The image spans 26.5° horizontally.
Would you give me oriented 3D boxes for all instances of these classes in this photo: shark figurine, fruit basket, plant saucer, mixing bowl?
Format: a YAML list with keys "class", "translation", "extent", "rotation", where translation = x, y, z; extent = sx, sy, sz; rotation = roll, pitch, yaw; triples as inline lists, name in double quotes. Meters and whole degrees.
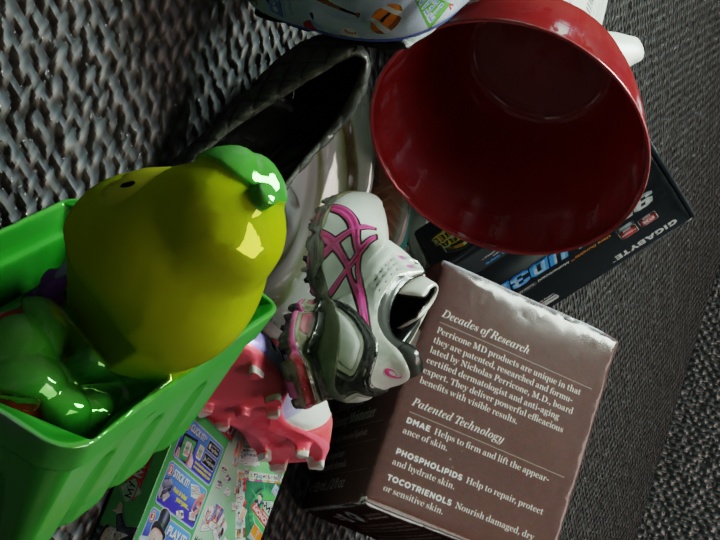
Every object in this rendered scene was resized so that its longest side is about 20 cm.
- class: "shark figurine"
  translation: [0.047, -0.094, 1.221]
  extent: [0.215, 0.128, 0.090]
  rotation: [119, -8, -49]
- class: "fruit basket"
  translation: [-0.123, 0.013, 0.722]
  extent: [0.216, 0.155, 0.216]
  rotation: [-56, 165, -24]
- class: "plant saucer"
  translation: [-0.049, -0.054, 1.033]
  extent: [0.200, 0.050, 0.201]
  rotation: [12, 90, -70]
- class: "mixing bowl"
  translation: [0.117, -0.120, 1.087]
  extent: [0.109, 0.200, 0.201]
  rotation: [-63, 156, -44]

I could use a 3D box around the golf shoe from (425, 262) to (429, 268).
- class: "golf shoe"
  translation: [0.087, 0.012, 1.399]
  extent: [0.075, 0.091, 0.200]
  rotation: [-56, 144, -15]

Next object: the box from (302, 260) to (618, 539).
- class: "box"
  translation: [0.077, 0.126, 1.231]
  extent: [0.166, 0.164, 0.200]
  rotation: [-30, -142, 68]

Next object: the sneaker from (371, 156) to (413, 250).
- class: "sneaker"
  translation: [0.000, 0.000, 1.179]
  extent: [0.080, 0.071, 0.201]
  rotation: [-8, 116, -71]

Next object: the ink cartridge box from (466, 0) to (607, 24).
- class: "ink cartridge box"
  translation: [0.111, -0.268, 1.187]
  extent: [0.200, 0.144, 0.148]
  rotation: [25, 78, -69]

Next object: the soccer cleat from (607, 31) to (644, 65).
- class: "soccer cleat"
  translation: [0.158, -0.133, 1.236]
  extent: [0.200, 0.077, 0.069]
  rotation: [135, -56, -64]

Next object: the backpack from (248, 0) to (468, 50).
- class: "backpack"
  translation: [0.012, -0.228, 0.902]
  extent: [0.191, 0.200, 0.154]
  rotation: [-62, 147, -26]

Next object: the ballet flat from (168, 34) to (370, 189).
- class: "ballet flat"
  translation: [-0.068, -0.062, 0.900]
  extent: [0.200, 0.066, 0.057]
  rotation: [-53, -166, -7]

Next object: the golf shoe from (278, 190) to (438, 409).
- class: "golf shoe"
  translation: [0.007, 0.015, 0.976]
  extent: [0.200, 0.092, 0.073]
  rotation: [-81, 160, -53]

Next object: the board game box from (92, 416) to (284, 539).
- class: "board game box"
  translation: [-0.110, 0.159, 1.034]
  extent: [0.200, 0.029, 0.135]
  rotation: [60, 46, -62]

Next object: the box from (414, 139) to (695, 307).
- class: "box"
  translation: [0.163, -0.038, 1.266]
  extent: [0.159, 0.200, 0.046]
  rotation: [41, 19, -56]

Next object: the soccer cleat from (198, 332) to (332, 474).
- class: "soccer cleat"
  translation: [-0.065, 0.069, 0.986]
  extent: [0.200, 0.067, 0.077]
  rotation: [58, 26, -59]
